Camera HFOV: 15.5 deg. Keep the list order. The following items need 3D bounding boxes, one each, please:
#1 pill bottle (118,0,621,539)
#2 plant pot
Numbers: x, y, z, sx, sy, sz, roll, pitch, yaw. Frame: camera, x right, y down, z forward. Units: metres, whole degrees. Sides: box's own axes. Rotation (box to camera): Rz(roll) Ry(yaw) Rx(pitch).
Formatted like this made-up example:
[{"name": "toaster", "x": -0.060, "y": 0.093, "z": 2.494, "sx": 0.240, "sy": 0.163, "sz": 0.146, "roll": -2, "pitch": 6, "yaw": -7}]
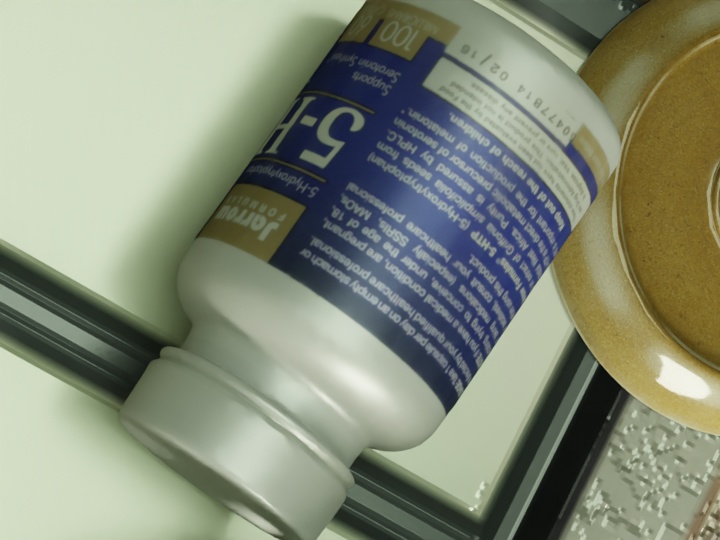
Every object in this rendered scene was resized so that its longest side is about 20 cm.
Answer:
[{"name": "pill bottle", "x": 0.000, "y": 0.000, "z": 1.016, "sx": 0.120, "sy": 0.120, "sz": 0.200, "roll": 38, "pitch": 77, "yaw": -14}, {"name": "plant pot", "x": 0.174, "y": -0.028, "z": 1.126, "sx": 0.199, "sy": 0.027, "sz": 0.201, "roll": 1, "pitch": 88, "yaw": -18}]
